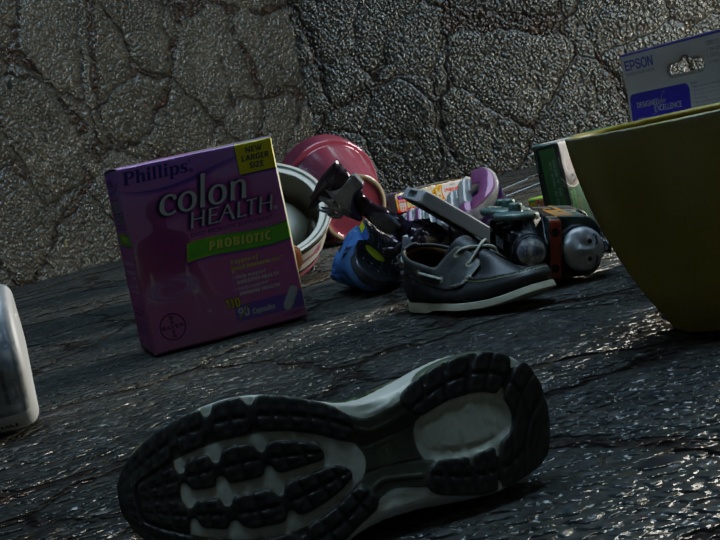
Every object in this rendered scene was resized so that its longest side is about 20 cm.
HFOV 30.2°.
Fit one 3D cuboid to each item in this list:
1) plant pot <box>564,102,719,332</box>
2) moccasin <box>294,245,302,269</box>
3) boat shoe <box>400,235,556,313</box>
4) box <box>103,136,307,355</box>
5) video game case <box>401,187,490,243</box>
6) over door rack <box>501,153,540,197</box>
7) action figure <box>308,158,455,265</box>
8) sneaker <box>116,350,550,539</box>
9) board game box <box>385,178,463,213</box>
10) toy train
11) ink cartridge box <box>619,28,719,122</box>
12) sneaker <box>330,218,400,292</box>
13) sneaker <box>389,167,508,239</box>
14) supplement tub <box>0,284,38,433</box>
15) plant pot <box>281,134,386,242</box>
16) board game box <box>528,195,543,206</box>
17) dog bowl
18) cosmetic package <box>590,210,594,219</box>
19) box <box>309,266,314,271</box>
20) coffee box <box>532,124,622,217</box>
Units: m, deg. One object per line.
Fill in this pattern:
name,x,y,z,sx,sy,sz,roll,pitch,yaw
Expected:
plant pot,0.249,-0.040,0.900,0.197,0.144,0.200,-13,5,1
moccasin,-0.135,0.005,1.732,0.077,0.075,0.201,2,9,33
boat shoe,0.102,0.002,1.234,0.071,0.069,0.199,-13,6,-31
box,-0.169,-0.029,1.455,0.174,0.203,0.097,-13,5,-18
video game case,0.122,-0.056,1.585,0.142,0.018,0.200,30,2,-6
over door rack,0.201,-0.093,1.909,0.199,0.067,0.148,-34,6,-1
action figure,0.038,-0.051,1.549,0.199,0.070,0.130,31,5,1
sneaker,-0.014,0.091,0.617,0.197,0.078,0.089,-9,-9,-17
board game box,0.146,-0.173,3.100,0.198,0.047,0.151,-14,5,-18
toy train,0.182,-0.030,1.332,0.112,0.087,0.200,-3,5,-1
ink cartridge box,0.333,-0.123,1.271,0.043,0.203,0.198,-12,5,-25
sneaker,0.000,0.000,1.606,0.079,0.066,0.200,-49,10,13
sneaker,0.122,-0.052,1.753,0.199,0.081,0.088,-30,-47,32
supplement tub,-0.374,0.091,1.097,0.197,0.124,0.122,-14,5,-12
plant pot,-0.041,-0.140,2.504,0.198,0.203,0.179,-14,21,-18
board game box,0.380,-0.131,2.210,0.198,0.030,0.095,-20,9,-35
dog bowl,-0.138,-0.060,1.916,0.197,0.074,0.202,-1,47,1
cosmetic package,0.395,-0.120,1.720,0.198,0.088,0.103,-16,8,-35
box,-0.161,-0.039,2.084,0.146,0.106,0.200,-13,5,-10
coffee box,0.306,-0.124,1.787,0.044,0.125,0.199,-9,4,39
